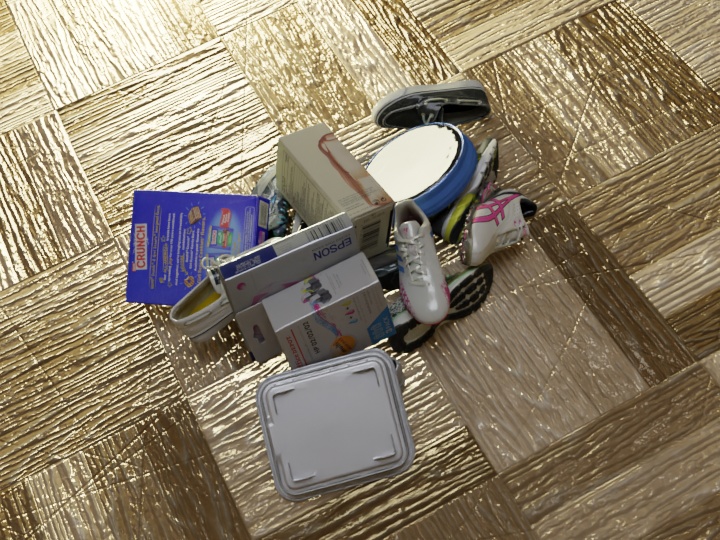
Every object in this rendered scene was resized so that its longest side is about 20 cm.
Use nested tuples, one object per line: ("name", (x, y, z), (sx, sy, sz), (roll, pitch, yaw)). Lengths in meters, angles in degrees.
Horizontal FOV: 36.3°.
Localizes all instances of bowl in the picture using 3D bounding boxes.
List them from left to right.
("bowl", (0.085, -0.153, 1.705), (0.198, 0.040, 0.203), (-23, 37, 18))

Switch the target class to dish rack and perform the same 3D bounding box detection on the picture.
("dish rack", (-0.035, 0.206, 1.469), (0.196, 0.044, 0.175), (-15, 83, -1))

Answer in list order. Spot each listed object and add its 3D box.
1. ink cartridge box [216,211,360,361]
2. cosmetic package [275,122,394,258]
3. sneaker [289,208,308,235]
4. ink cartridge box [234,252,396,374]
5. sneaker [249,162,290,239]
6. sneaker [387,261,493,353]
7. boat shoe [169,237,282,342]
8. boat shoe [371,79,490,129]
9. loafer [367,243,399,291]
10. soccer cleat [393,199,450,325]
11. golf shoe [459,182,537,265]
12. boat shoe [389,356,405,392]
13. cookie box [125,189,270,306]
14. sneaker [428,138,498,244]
("ink cartridge box", (-0.084, 0.036, 1.542), (0.193, 0.202, 0.044), (-24, 44, -9))
("cosmetic package", (-0.040, -0.114, 1.628), (0.086, 0.104, 0.201), (-23, 54, -25))
("sneaker", (-0.056, -0.061, 1.689), (0.088, 0.071, 0.203), (-2, 52, 10))
("ink cartridge box", (-0.060, 0.074, 1.509), (0.197, 0.116, 0.068), (-26, 46, -5))
("sneaker", (-0.139, -0.087, 1.727), (0.086, 0.078, 0.201), (33, 74, 20))
("sneaker", (0.105, 0.033, 1.603), (0.198, 0.078, 0.089), (-30, 47, -16))
("boat shoe", (-0.191, 0.013, 1.547), (0.201, 0.086, 0.075), (-37, 48, 9))
("boat shoe", (0.117, -0.264, 1.810), (0.196, 0.071, 0.064), (-13, 52, -4))
("loafer", (0.000, 0.000, 1.640), (0.196, 0.072, 0.064), (-9, 54, -10))
("soccer cleat", (0.077, -0.015, 1.550), (0.069, 0.087, 0.202), (-17, 46, 7))
("golf shoe", (0.204, -0.068, 1.626), (0.090, 0.074, 0.201), (15, 36, 16))
("boat shoe", (-0.035, 0.161, 1.531), (0.196, 0.066, 0.074), (-19, 54, -5))
("cookie box", (-0.244, -0.031, 1.648), (0.196, 0.075, 0.175), (4, 87, 10))
("sneaker", (0.154, -0.136, 1.711), (0.083, 0.075, 0.202), (19, 59, 21))
